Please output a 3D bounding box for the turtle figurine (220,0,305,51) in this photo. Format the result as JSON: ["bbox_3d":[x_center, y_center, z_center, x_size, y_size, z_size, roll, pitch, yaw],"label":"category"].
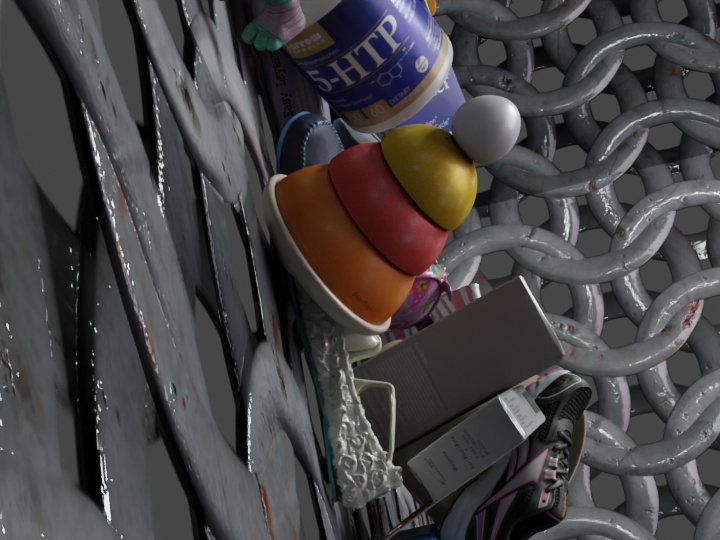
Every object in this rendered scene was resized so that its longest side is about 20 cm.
[{"bbox_3d":[-0.081,-0.256,0.944,0.200,0.100,0.150,82,-1,-51],"label":"turtle figurine"}]

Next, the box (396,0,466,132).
[{"bbox_3d":[0.038,-0.185,1.379,0.032,0.121,0.201,3,-59,59],"label":"box"}]

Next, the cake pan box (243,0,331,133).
[{"bbox_3d":[-0.071,-0.229,1.334,0.200,0.052,0.185,-94,173,-66],"label":"cake pan box"}]

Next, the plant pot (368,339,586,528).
[{"bbox_3d":[0.092,0.154,1.398,0.200,0.187,0.188,33,-30,41],"label":"plant pot"}]

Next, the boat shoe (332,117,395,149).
[{"bbox_3d":[0.034,-0.085,1.229,0.200,0.066,0.070,-128,-148,-58],"label":"boat shoe"}]

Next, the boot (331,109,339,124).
[{"bbox_3d":[-0.012,-0.102,1.485,0.157,0.211,0.080,31,46,-22],"label":"boot"}]

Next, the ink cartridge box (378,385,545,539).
[{"bbox_3d":[0.069,0.166,1.166,0.044,0.173,0.200,55,8,9],"label":"ink cartridge box"}]

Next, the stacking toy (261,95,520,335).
[{"bbox_3d":[0.039,-0.059,1.037,0.146,0.200,0.146,48,17,-20],"label":"stacking toy"}]

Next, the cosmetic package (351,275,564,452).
[{"bbox_3d":[0.075,0.090,1.224,0.091,0.199,0.107,64,4,9],"label":"cosmetic package"}]

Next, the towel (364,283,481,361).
[{"bbox_3d":[0.071,0.104,1.529,0.030,0.200,0.147,-8,84,-43],"label":"towel"}]

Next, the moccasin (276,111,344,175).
[{"bbox_3d":[-0.015,-0.046,1.187,0.068,0.080,0.201,25,-35,40],"label":"moccasin"}]

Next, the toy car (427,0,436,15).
[{"bbox_3d":[0.008,-0.303,1.625,0.184,0.199,0.178,-88,165,-75],"label":"toy car"}]

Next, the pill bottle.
[{"bbox_3d":[-0.022,-0.223,1.181,0.200,0.119,0.120,45,22,-33],"label":"pill bottle"}]

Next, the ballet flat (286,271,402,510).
[{"bbox_3d":[-0.008,0.086,1.086,0.072,0.071,0.201,64,13,-74],"label":"ballet flat"}]

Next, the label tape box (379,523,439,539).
[{"bbox_3d":[0.064,0.347,1.289,0.144,0.063,0.201,42,35,-84],"label":"label tape box"}]

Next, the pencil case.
[{"bbox_3d":[0.011,-0.036,1.309,0.200,0.087,0.088,61,-5,31],"label":"pencil case"}]

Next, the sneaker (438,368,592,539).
[{"bbox_3d":[0.163,0.192,1.271,0.086,0.201,0.080,30,-1,39],"label":"sneaker"}]
